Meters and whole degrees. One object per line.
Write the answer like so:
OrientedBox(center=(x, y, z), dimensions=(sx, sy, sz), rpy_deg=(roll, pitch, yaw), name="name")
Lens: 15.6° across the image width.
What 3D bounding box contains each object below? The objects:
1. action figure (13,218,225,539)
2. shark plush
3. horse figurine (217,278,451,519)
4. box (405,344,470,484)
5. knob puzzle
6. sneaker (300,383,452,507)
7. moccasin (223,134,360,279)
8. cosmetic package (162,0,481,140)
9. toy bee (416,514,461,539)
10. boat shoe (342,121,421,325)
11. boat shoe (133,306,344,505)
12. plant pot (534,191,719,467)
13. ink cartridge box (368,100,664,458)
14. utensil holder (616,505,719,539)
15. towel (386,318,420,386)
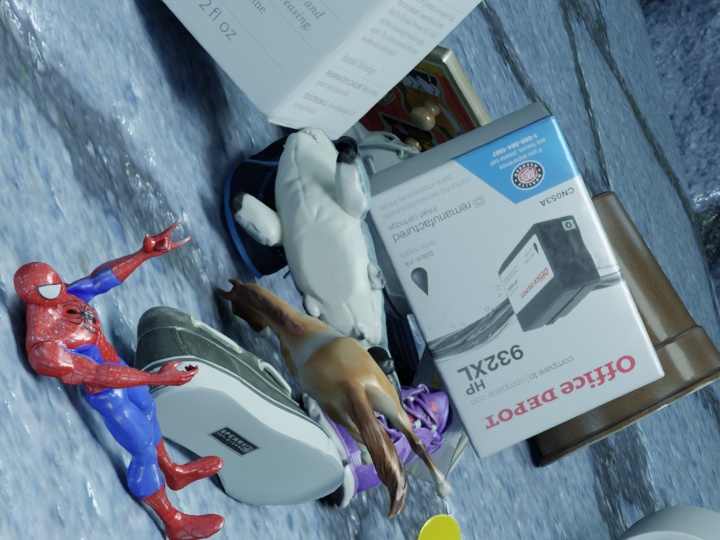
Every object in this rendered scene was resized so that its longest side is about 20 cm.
OrientedBox(center=(-0.105, 0.053, 1.367), dimensions=(0.200, 0.099, 0.065), rpy_deg=(54, 20, -42), name="action figure")
OrientedBox(center=(0.000, 0.000, 1.709), dimensions=(0.201, 0.091, 0.083), rpy_deg=(58, 11, 3), name="shark plush")
OrientedBox(center=(-0.010, 0.076, 1.609), dimensions=(0.133, 0.050, 0.200), rpy_deg=(57, -5, -26), name="horse figurine")
OrientedBox(center=(0.081, 0.061, 1.974), dimensions=(0.200, 0.048, 0.159), rpy_deg=(-38, 148, -75), name="box")
OrientedBox(center=(0.037, -0.107, 1.995), dimensions=(0.219, 0.030, 0.220), rpy_deg=(35, -20, 15), name="knob puzzle")
OrientedBox(center=(0.016, 0.103, 1.777), dimensions=(0.200, 0.083, 0.081), rpy_deg=(-26, 96, -75), name="sneaker")
OrientedBox(center=(-0.044, -0.059, 1.798), dimensions=(0.200, 0.068, 0.081), rpy_deg=(-72, 140, -65), name="moccasin")
OrientedBox(center=(-0.020, -0.218, 1.747), dimensions=(0.167, 0.200, 0.166), rpy_deg=(48, 10, 13), name="cosmetic package")
OrientedBox(center=(0.052, 0.227, 1.737), dimensions=(0.200, 0.108, 0.132), rpy_deg=(132, -43, -71), name="toy bee")
OrientedBox(center=(0.019, -0.068, 1.942), dimensions=(0.075, 0.086, 0.203), rpy_deg=(32, 38, -72), name="boat shoe")
OrientedBox(center=(-0.067, 0.078, 1.519), dimensions=(0.200, 0.070, 0.064), rpy_deg=(46, 29, -55), name="boat shoe")
OrientedBox(center=(0.211, 0.047, 2.410), dimensions=(0.199, 0.199, 0.200), rpy_deg=(64, 13, 5), name="plant pot")
OrientedBox(center=(0.103, 0.006, 1.816), dimensions=(0.084, 0.144, 0.201), rpy_deg=(-106, 172, -79), name="ink cartridge box")
OrientedBox(center=(0.285, 0.304, 2.371), dimensions=(0.200, 0.169, 0.171), rpy_deg=(-16, 86, -79), name="utensil holder")
OrientedBox(center=(-0.006, 0.004, 1.973), dimensions=(0.200, 0.024, 0.146), rpy_deg=(44, 27, -64), name="towel")
